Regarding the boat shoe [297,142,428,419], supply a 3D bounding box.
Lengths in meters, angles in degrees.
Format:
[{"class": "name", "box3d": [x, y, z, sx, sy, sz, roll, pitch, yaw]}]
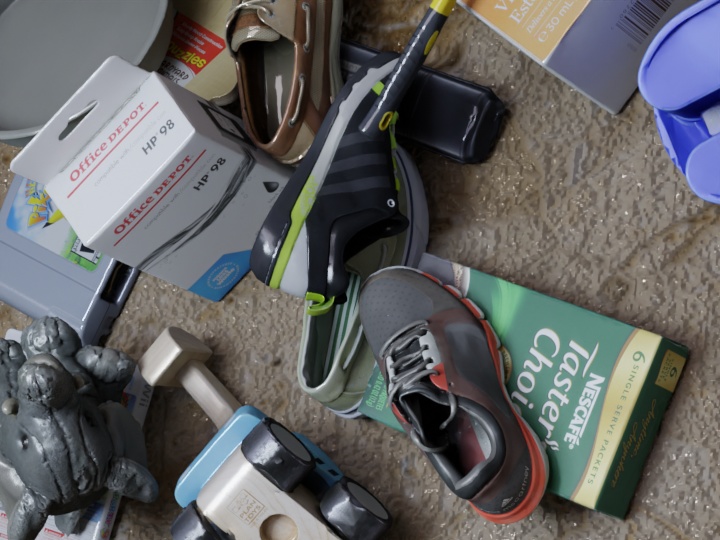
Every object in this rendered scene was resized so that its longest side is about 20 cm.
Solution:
[{"class": "boat shoe", "box3d": [0.000, 0.000, 1.690, 0.072, 0.062, 0.200, -5, 71, 32]}]

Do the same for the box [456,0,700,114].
[{"class": "box", "box3d": [0.126, -0.228, 1.653, 0.200, 0.106, 0.152, 40, 99, 35]}]

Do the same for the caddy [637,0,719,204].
[{"class": "caddy", "box3d": [0.270, -0.120, 1.529, 0.200, 0.105, 0.141, -28, 85, 23]}]

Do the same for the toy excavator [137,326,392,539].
[{"class": "toy excavator", "box3d": [-0.077, 0.131, 1.685, 0.194, 0.200, 0.100, 39, 99, -6]}]

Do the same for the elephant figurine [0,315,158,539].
[{"class": "elephant figurine", "box3d": [-0.205, 0.121, 1.658, 0.142, 0.155, 0.200, -56, 22, 6]}]

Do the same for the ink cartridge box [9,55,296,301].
[{"class": "ink cartridge box", "box3d": [-0.134, -0.060, 1.713, 0.116, 0.200, 0.067, -46, 57, 13]}]

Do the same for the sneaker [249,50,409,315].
[{"class": "sneaker", "box3d": [0.000, -0.054, 1.660, 0.083, 0.072, 0.200, 27, 67, 6]}]

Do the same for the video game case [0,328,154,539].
[{"class": "video game case", "box3d": [-0.233, 0.154, 1.818, 0.143, 0.018, 0.200, 14, 85, 36]}]

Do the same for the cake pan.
[{"class": "cake pan", "box3d": [-0.223, -0.170, 1.822, 0.200, 0.037, 0.200, -14, 52, 19]}]

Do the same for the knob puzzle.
[{"class": "knob puzzle", "box3d": [-0.151, -0.162, 1.837, 0.219, 0.030, 0.220, -13, 49, 15]}]

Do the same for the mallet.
[{"class": "mallet", "box3d": [0.049, -0.175, 1.581, 0.041, 0.066, 0.200, 38, 97, 34]}]

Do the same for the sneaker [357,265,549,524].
[{"class": "sneaker", "box3d": [0.049, 0.068, 1.569, 0.077, 0.082, 0.200, -45, 56, 16]}]

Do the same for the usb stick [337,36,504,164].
[{"class": "usb stick", "box3d": [0.015, -0.126, 1.740, 0.200, 0.033, 0.056, 23, 96, 36]}]

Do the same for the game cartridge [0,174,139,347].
[{"class": "game cartridge", "box3d": [-0.205, -0.054, 1.862, 0.133, 0.040, 0.200, 25, 89, 40]}]

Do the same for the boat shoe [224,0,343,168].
[{"class": "boat shoe", "box3d": [-0.057, -0.171, 1.731, 0.076, 0.072, 0.200, -19, 76, 34]}]

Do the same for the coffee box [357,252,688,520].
[{"class": "coffee box", "box3d": [0.104, 0.072, 1.610, 0.200, 0.044, 0.123, 22, 87, 36]}]
